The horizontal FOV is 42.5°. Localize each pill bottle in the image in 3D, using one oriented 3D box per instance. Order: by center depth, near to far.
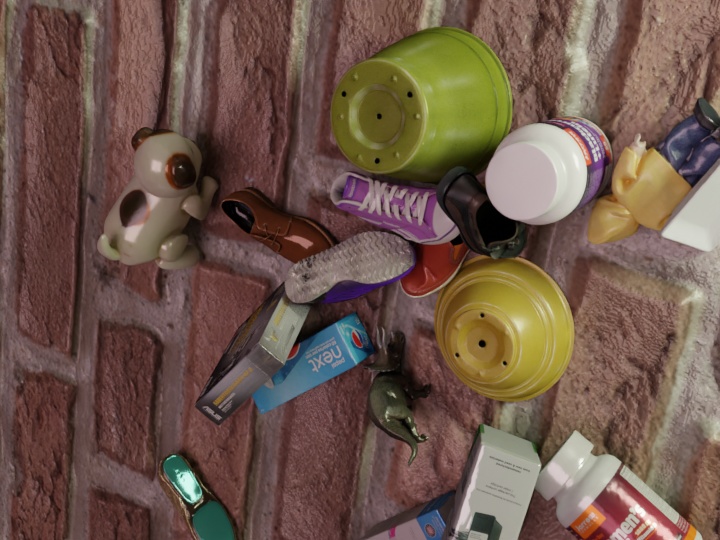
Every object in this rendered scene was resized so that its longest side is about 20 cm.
[{"bbox_3d":[0.214,-0.114,1.059,0.110,0.199,0.114,7,106,27],"label":"pill bottle"},{"bbox_3d":[0.315,0.303,1.154,0.200,0.109,0.110,42,118,14],"label":"pill bottle"}]

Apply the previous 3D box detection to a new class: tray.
[{"bbox_3d":[0.417,-0.108,1.014,0.201,0.106,0.022,-55,44,28],"label":"tray"}]

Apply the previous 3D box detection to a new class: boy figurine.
[{"bbox_3d":[0.345,-0.097,1.069,0.124,0.065,0.200,36,122,-8],"label":"boy figurine"}]

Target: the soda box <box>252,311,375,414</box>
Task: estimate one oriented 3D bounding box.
[{"bbox_3d":[-0.078,0.138,1.363,0.198,0.064,0.069,-30,87,30],"label":"soda box"}]

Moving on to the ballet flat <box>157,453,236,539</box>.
[{"bbox_3d":[-0.274,0.397,1.545,0.202,0.070,0.065,58,148,8],"label":"ballet flat"}]

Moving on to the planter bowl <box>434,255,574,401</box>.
[{"bbox_3d":[0.170,0.085,1.200,0.197,0.083,0.204,7,105,28],"label":"planter bowl"}]

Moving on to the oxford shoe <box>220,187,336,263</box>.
[{"bbox_3d":[-0.121,-0.051,1.340,0.198,0.071,0.072,29,113,18],"label":"oxford shoe"}]

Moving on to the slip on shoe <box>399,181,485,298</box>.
[{"bbox_3d":[0.114,-0.041,1.207,0.200,0.061,0.075,-47,65,27],"label":"slip on shoe"}]

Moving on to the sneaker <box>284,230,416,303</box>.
[{"bbox_3d":[0.000,-0.001,1.268,0.197,0.099,0.071,-15,75,30],"label":"sneaker"}]

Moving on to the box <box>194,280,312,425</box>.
[{"bbox_3d":[-0.144,0.105,1.313,0.048,0.201,0.158,39,121,-11],"label":"box"}]

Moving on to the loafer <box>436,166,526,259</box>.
[{"bbox_3d":[0.156,-0.053,1.110,0.072,0.199,0.063,-52,51,3],"label":"loafer"}]

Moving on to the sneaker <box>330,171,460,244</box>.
[{"bbox_3d":[0.038,-0.083,1.177,0.199,0.113,0.074,9,84,48],"label":"sneaker"}]

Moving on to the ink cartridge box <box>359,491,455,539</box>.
[{"bbox_3d":[0.074,0.415,1.340,0.199,0.068,0.116,-31,86,30],"label":"ink cartridge box"}]

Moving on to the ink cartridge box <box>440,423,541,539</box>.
[{"bbox_3d":[0.159,0.316,1.187,0.082,0.147,0.203,18,93,6],"label":"ink cartridge box"}]

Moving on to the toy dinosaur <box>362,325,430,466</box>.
[{"bbox_3d":[0.042,0.185,1.268,0.101,0.202,0.077,28,134,-21],"label":"toy dinosaur"}]

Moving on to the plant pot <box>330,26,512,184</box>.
[{"bbox_3d":[0.061,-0.194,1.131,0.197,0.192,0.204,7,106,28],"label":"plant pot"}]

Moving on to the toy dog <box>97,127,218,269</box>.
[{"bbox_3d":[-0.303,-0.116,1.362,0.140,0.192,0.202,45,126,26],"label":"toy dog"}]
